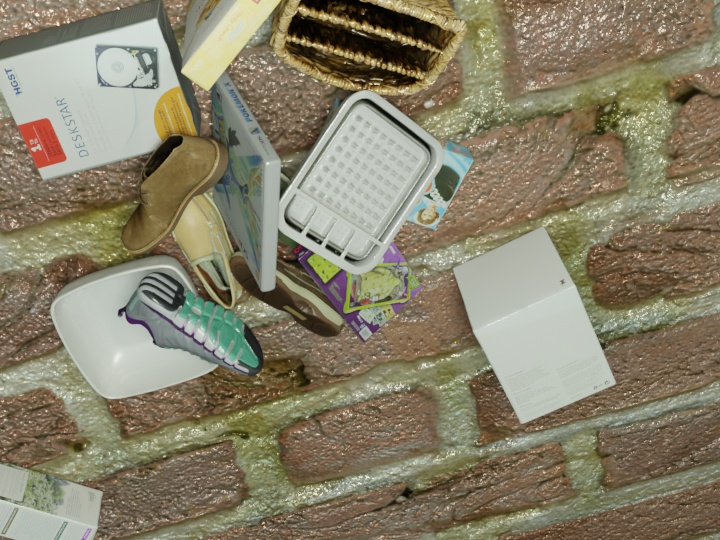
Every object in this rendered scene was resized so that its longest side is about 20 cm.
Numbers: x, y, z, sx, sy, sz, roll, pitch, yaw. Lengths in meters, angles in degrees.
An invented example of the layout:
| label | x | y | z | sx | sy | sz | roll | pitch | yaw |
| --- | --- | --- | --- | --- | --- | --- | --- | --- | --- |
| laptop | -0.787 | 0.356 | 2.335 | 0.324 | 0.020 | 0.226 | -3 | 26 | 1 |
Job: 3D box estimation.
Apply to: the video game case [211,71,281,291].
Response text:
| label | x | y | z | sx | sy | sz | roll | pitch | yaw |
| --- | --- | --- | --- | --- | --- | --- | --- | --- | --- |
| video game case | -0.141 | -0.106 | 1.091 | 0.022 | 0.183 | 0.201 | -15 | 139 | -22 |

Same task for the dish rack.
| label | x | y | z | sx | sy | sz | roll | pitch | yaw |
| --- | --- | --- | --- | --- | --- | --- | --- | --- | --- |
| dish rack | -0.005 | -0.110 | 1.129 | 0.171 | 0.044 | 0.201 | 30 | 98 | -35 |

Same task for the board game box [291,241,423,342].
| label | x | y | z | sx | sy | sz | roll | pitch | yaw |
| --- | --- | --- | --- | --- | --- | --- | --- | --- | --- |
| board game box | 0.000 | 0.000 | 1.245 | 0.120 | 0.032 | 0.200 | -39 | 133 | -3 |

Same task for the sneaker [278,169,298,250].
| label | x | y | z | sx | sy | sz | roll | pitch | yaw |
| --- | --- | --- | --- | --- | --- | --- | --- | --- | --- |
| sneaker | -0.097 | -0.074 | 1.188 | 0.067 | 0.090 | 0.201 | -35 | 122 | 4 |

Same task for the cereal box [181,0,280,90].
| label | x | y | z | sx | sy | sz | roll | pitch | yaw |
| --- | --- | --- | --- | --- | --- | --- | --- | --- | --- |
| cereal box | -0.135 | -0.293 | 0.972 | 0.039 | 0.201 | 0.144 | 33 | 113 | -27 |

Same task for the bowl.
| label | x | y | z | sx | sy | sz | roll | pitch | yaw |
| --- | --- | --- | --- | --- | --- | --- | --- | --- | --- |
| bowl | -0.309 | 0.069 | 1.267 | 0.197 | 0.075 | 0.201 | -17 | 125 | 3 |

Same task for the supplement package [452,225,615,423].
| label | x | y | z | sx | sy | sz | roll | pitch | yaw |
| --- | --- | --- | --- | --- | --- | --- | --- | --- | --- |
| supplement package | 0.248 | 0.079 | 1.309 | 0.150 | 0.151 | 0.201 | -25 | 124 | 9 |

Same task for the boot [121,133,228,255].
| label | x | y | z | sx | sy | sz | roll | pitch | yaw |
| --- | --- | --- | --- | --- | --- | --- | --- | --- | --- |
| boot | -0.248 | -0.096 | 1.106 | 0.075 | 0.074 | 0.200 | 14 | 134 | -44 |

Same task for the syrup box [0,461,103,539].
| label | x | y | z | sx | sy | sz | roll | pitch | yaw |
| --- | --- | --- | --- | --- | --- | --- | --- | --- | --- |
| syrup box | -0.517 | 0.375 | 1.438 | 0.198 | 0.079 | 0.082 | 25 | 117 | -23 |

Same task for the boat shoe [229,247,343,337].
| label | x | y | z | sx | sy | sz | roll | pitch | yaw |
| --- | --- | --- | --- | --- | --- | --- | --- | --- | --- |
| boat shoe | -0.098 | 0.015 | 1.267 | 0.074 | 0.076 | 0.202 | -11 | 141 | 41 |

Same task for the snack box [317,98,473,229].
| label | x | y | z | sx | sy | sz | roll | pitch | yaw |
| --- | --- | --- | --- | --- | --- | --- | --- | --- | --- |
| snack box | 0.036 | -0.137 | 1.201 | 0.198 | 0.037 | 0.117 | 17 | 121 | -19 |

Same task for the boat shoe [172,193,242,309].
| label | x | y | z | sx | sy | sz | roll | pitch | yaw |
| --- | --- | --- | --- | --- | --- | --- | --- | --- | --- |
| boat shoe | -0.209 | -0.035 | 1.208 | 0.071 | 0.076 | 0.201 | -23 | 121 | 11 |

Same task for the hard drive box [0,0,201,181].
| label | x | y | z | sx | sy | sz | roll | pitch | yaw |
| --- | --- | --- | --- | --- | --- | --- | --- | --- | --- |
| hard drive box | -0.306 | -0.212 | 1.077 | 0.198 | 0.077 | 0.157 | -15 | 124 | 2 |

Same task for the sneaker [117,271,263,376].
| label | x | y | z | sx | sy | sz | roll | pitch | yaw |
| --- | --- | --- | --- | --- | --- | --- | --- | --- | --- |
| sneaker | -0.224 | 0.084 | 1.213 | 0.199 | 0.075 | 0.087 | 39 | 125 | -18 |

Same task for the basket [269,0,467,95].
| label | x | y | z | sx | sy | sz | roll | pitch | yaw |
| --- | --- | --- | --- | --- | --- | --- | --- | --- | --- |
| basket | 0.000 | -0.268 | 1.041 | 0.198 | 0.150 | 0.144 | 13 | 121 | -17 |
